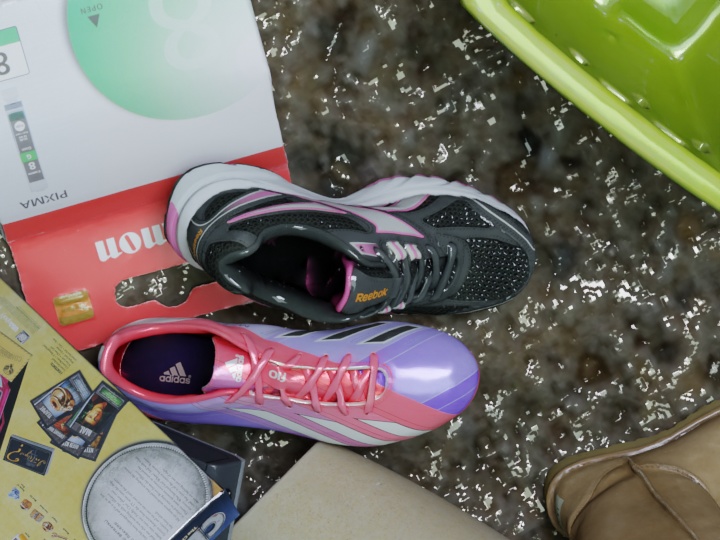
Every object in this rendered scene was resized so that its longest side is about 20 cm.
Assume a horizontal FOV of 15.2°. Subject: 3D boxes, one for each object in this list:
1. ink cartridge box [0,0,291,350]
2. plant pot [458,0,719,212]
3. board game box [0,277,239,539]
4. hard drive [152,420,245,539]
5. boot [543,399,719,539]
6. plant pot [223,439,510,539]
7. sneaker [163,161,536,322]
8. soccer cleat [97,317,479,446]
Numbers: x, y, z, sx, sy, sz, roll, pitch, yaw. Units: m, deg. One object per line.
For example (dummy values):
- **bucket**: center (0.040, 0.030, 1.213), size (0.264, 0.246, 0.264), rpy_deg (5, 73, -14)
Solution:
- **ink cartridge box**: center (-0.120, -0.061, 1.418), size (0.160, 0.050, 0.201), rpy_deg (-16, 103, -3)
- **plant pot**: center (0.167, -0.166, 1.358), size (0.200, 0.182, 0.199), rpy_deg (37, 98, -15)
- **board game box**: center (-0.177, 0.102, 1.377), size (0.135, 0.035, 0.200), rpy_deg (-43, 62, -11)
- **hard drive**: center (-0.140, 0.175, 1.440), size (0.139, 0.033, 0.201), rpy_deg (19, 105, 31)
- **boot**: center (0.190, 0.138, 1.427), size (0.175, 0.200, 0.066), rpy_deg (-20, 106, -2)
- **plant pot**: center (0.016, 0.193, 1.444), size (0.200, 0.187, 0.187), rpy_deg (45, 95, 1)
- **sneaker**: center (0.000, 0.000, 1.414), size (0.199, 0.086, 0.081), rpy_deg (2, 115, -19)
- **soccer cleat**: center (-0.039, 0.055, 1.414), size (0.199, 0.076, 0.067), rpy_deg (4, 86, 11)
